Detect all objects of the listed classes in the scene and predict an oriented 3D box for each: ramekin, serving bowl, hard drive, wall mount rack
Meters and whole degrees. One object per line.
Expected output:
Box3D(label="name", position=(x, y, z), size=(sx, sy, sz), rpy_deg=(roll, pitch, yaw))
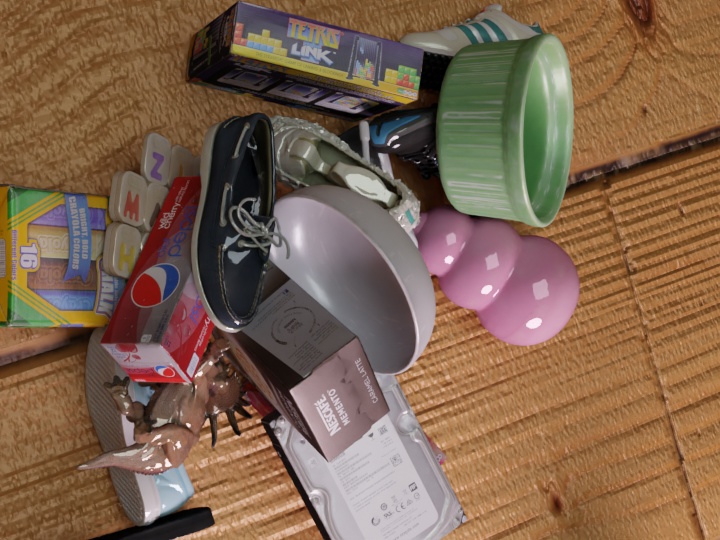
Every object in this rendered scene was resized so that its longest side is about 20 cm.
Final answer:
Box3D(label="ramekin", position=(0.153, -0.148, 1.310), size=(0.200, 0.097, 0.201), rpy_deg=(4, 90, -66))
Box3D(label="serving bowl", position=(0.000, 0.000, 1.177), size=(0.066, 0.200, 0.201), rpy_deg=(-37, 102, -31))
Box3D(label="hard drive", position=(0.006, 0.200, 1.240), size=(0.139, 0.038, 0.201), rpy_deg=(-30, 99, -19))
Box3D(label="wall mount rack", position=(-0.043, -0.054, 1.267), size=(0.199, 0.075, 0.174), rpy_deg=(-6, 118, 6))

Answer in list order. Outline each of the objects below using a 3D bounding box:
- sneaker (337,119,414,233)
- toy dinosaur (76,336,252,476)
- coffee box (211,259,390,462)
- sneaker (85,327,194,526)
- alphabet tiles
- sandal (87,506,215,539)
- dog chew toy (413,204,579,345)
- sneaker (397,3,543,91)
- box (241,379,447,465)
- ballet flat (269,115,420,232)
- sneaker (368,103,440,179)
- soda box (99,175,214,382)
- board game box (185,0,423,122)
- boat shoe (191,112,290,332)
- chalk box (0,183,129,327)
Box3D(label="sneaker", position=(-0.003, -0.053, 1.340), size=(0.099, 0.071, 0.201), rpy_deg=(-20, 95, -15))
Box3D(label="toy dinosaur", position=(-0.173, 0.140, 1.183), size=(0.200, 0.086, 0.136), rpy_deg=(-53, 147, -29))
Box3D(label="coffee box", position=(-0.072, 0.071, 1.174), size=(0.080, 0.200, 0.115), rpy_deg=(-37, 134, -14))
Box3D(label="sneaker", position=(-0.217, 0.148, 1.241), size=(0.082, 0.074, 0.201), rpy_deg=(-16, 97, -41))
Box3D(label="alphabet tiles", position=(-0.182, -0.027, 1.216), size=(0.200, 0.015, 0.197), rpy_deg=(25, 68, -62))
Box3D(label="sandal", position=(-0.234, 0.282, 1.215), size=(0.200, 0.075, 0.048), rpy_deg=(-14, 89, -24))
Box3D(label="dog chew toy", position=(0.142, -0.002, 1.372), size=(0.200, 0.125, 0.125), rpy_deg=(30, 76, -11))
Box3D(label="sneaker", position=(0.126, -0.258, 1.411), size=(0.199, 0.070, 0.094), rpy_deg=(4, 66, -19))
Box3D(label="box", position=(-0.019, 0.160, 1.302), size=(0.100, 0.095, 0.200), rpy_deg=(-46, 105, -18))
Box3D(label="ballet flat", position=(-0.028, -0.101, 1.208), size=(0.199, 0.072, 0.072), rpy_deg=(28, 75, 12))
Box3D(label="sneaker", position=(0.078, -0.137, 1.337), size=(0.200, 0.073, 0.082), rpy_deg=(-17, 106, -54))
Box3D(label="soda box", position=(-0.165, 0.005, 1.153), size=(0.063, 0.070, 0.201), rpy_deg=(60, 39, -44))
Box3D(label="board game box", position=(-0.060, -0.209, 1.266), size=(0.199, 0.165, 0.057), rpy_deg=(11, 83, -23))
Box3D(label="boat shoe", position=(-0.105, -0.046, 1.125), size=(0.075, 0.062, 0.201), rpy_deg=(22, 64, -46))
Box3D(label="chalk box", position=(-0.291, -0.008, 1.160), size=(0.200, 0.124, 0.124), rpy_deg=(5, 85, -56))
